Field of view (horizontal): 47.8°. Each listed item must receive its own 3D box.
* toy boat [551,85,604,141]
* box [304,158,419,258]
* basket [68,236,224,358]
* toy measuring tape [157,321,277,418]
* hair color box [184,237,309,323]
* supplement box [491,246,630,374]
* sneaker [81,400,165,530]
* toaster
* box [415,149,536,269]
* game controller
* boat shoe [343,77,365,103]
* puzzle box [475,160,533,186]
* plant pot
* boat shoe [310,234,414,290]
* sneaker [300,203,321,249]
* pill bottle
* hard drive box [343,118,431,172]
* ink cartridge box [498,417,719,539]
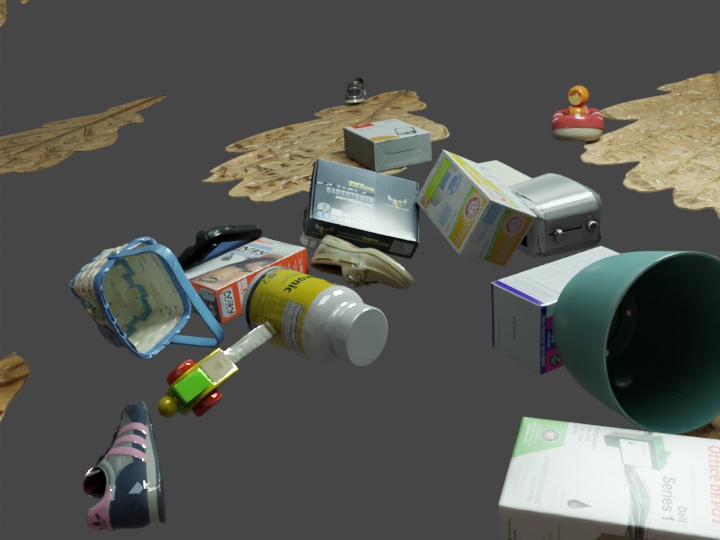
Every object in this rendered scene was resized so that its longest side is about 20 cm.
[{"bbox_3d":[0.555,-0.405,2.077,0.130,0.131,0.200,1,23,15],"label":"toy boat"},{"bbox_3d":[0.005,-0.112,1.455,0.200,0.051,0.158,13,47,-10],"label":"box"},{"bbox_3d":[-0.304,0.042,1.171,0.200,0.177,0.139,-7,33,33],"label":"basket"},{"bbox_3d":[-0.187,0.132,1.045,0.073,0.074,0.200,10,31,32],"label":"toy measuring tape"},{"bbox_3d":[-0.194,0.011,1.346,0.111,0.064,0.200,14,31,38],"label":"hair color box"},{"bbox_3d":[0.287,0.049,1.100,0.200,0.101,0.103,-18,26,-26],"label":"supplement box"},{"bbox_3d":[-0.263,0.207,0.887,0.082,0.070,0.200,-9,21,-16],"label":"sneaker"},{"bbox_3d":[0.321,-0.100,1.431,0.129,0.114,0.200,-15,27,-16],"label":"toaster"},{"bbox_3d":[0.193,-0.106,1.392,0.101,0.113,0.200,16,25,-29],"label":"box"},{"bbox_3d":[-0.240,-0.037,1.391,0.042,0.104,0.200,43,15,10],"label":"game controller"},{"bbox_3d":[-0.019,-0.619,2.797,0.072,0.065,0.200,1,24,10],"label":"boat shoe"},{"bbox_3d":[0.283,-0.198,1.783,0.133,0.025,0.200,-11,23,-13],"label":"puzzle box"},{"bbox_3d":[0.317,0.069,0.940,0.200,0.201,0.161,-13,12,-18],"label":"plant pot"},{"bbox_3d":[0.000,0.000,1.339,0.200,0.072,0.065,22,71,37],"label":"boat shoe"},{"bbox_3d":[-0.017,-0.090,1.508,0.199,0.091,0.078,-2,21,6],"label":"sneaker"},{"bbox_3d":[-0.062,0.067,1.123,0.200,0.112,0.111,17,31,41],"label":"pill bottle"},{"bbox_3d":[0.065,-0.319,2.053,0.156,0.077,0.200,-14,24,-20],"label":"hard drive box"},{"bbox_3d":[0.237,0.215,0.739,0.200,0.085,0.146,3,24,19],"label":"ink cartridge box"}]
